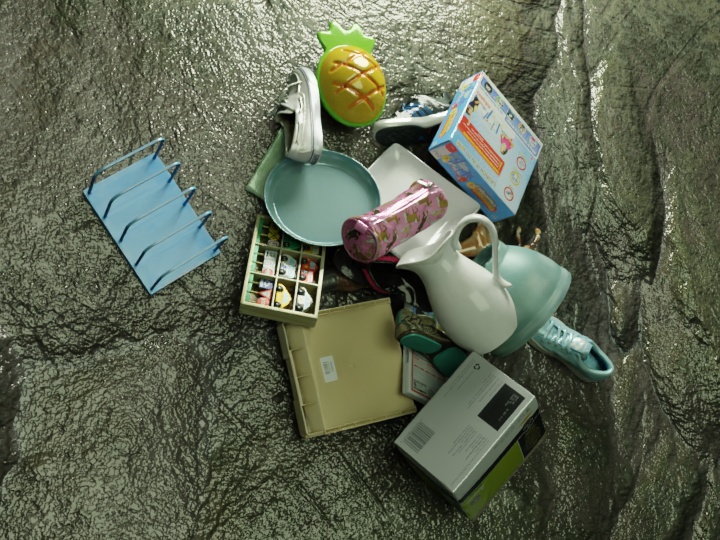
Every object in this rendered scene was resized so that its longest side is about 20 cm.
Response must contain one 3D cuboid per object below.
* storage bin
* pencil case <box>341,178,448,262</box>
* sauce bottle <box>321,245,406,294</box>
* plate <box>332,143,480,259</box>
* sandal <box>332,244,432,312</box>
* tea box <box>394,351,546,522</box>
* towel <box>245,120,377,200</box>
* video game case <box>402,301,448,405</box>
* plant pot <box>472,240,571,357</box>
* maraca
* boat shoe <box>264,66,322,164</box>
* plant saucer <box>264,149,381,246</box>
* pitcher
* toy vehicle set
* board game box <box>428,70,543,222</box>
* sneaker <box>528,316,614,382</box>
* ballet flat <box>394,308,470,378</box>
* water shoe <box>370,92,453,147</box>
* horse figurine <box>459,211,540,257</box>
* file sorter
[{"bbox_3d":[-0.029,0.164,1.543,0.198,0.094,0.200,-10,82,-23],"label":"storage bin"},{"bbox_3d":[0.057,-0.083,1.528,0.200,0.083,0.087,-33,115,-38],"label":"pencil case"},{"bbox_3d":[0.000,0.000,1.607,0.200,0.066,0.066,-16,84,-26],"label":"sauce bottle"},{"bbox_3d":[0.080,-0.108,1.637,0.199,0.032,0.200,38,59,9],"label":"plate"},{"bbox_3d":[0.049,0.008,1.543,0.200,0.045,0.075,26,96,1],"label":"sandal"},{"bbox_3d":[0.184,0.274,1.507,0.134,0.197,0.200,36,76,31],"label":"tea box"},{"bbox_3d":[-0.082,-0.154,1.634,0.200,0.023,0.153,31,69,-12],"label":"towel"},{"bbox_3d":[0.121,0.138,1.592,0.143,0.017,0.200,32,51,-43],"label":"video game case"},{"bbox_3d":[0.251,0.033,1.625,0.134,0.200,0.200,41,66,-8],"label":"plant pot"},{"bbox_3d":[-0.018,-0.352,1.660,0.137,0.107,0.200,0,77,-29],"label":"maraca"},{"bbox_3d":[-0.122,-0.274,1.604,0.086,0.075,0.202,6,61,-24],"label":"boat shoe"},{"bbox_3d":[-0.065,-0.120,1.578,0.200,0.027,0.200,4,58,-7],"label":"plant saucer"},{"bbox_3d":[0.180,0.022,1.483,0.200,0.171,0.121,52,27,-8],"label":"pitcher"},{"bbox_3d":[-0.124,-0.002,1.522,0.124,0.027,0.200,11,48,-7],"label":"toy vehicle set"},{"bbox_3d":[0.236,-0.228,1.711,0.200,0.056,0.196,45,52,-24],"label":"board game box"},{"bbox_3d":[0.392,0.134,1.723,0.200,0.082,0.074,33,67,-11],"label":"sneaker"},{"bbox_3d":[0.129,0.118,1.544,0.200,0.068,0.075,35,38,-37],"label":"ballet flat"},{"bbox_3d":[0.095,-0.283,1.720,0.200,0.072,0.079,-12,63,-30],"label":"water shoe"},{"bbox_3d":[0.260,-0.048,1.732,0.200,0.050,0.133,31,63,-10],"label":"horse figurine"},{"bbox_3d":[-0.322,-0.090,1.469,0.139,0.123,0.200,-34,91,-25],"label":"file sorter"}]
